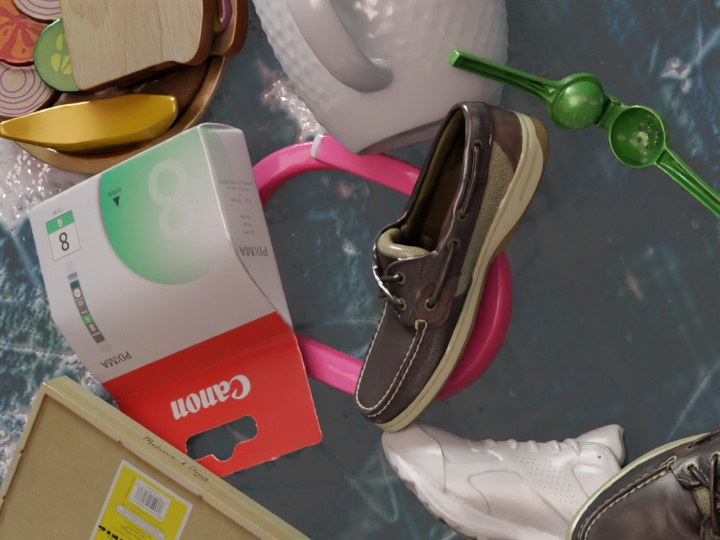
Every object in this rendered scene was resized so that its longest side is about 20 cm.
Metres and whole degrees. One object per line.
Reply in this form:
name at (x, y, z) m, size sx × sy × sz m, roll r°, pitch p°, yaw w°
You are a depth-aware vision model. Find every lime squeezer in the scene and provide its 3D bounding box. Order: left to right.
lime squeezer at (0.137, -0.080, 1.309) m, size 0.200 × 0.071 × 0.038 m, roll 30°, pitch 129°, yaw -7°

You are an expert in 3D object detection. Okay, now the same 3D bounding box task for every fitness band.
fitness band at (0.000, 0.000, 1.382) m, size 0.200 × 0.037 × 0.144 m, roll 23°, pitch 94°, yaw 23°

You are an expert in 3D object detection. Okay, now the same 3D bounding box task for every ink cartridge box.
ink cartridge box at (-0.117, 0.030, 1.396) m, size 0.161 × 0.050 × 0.200 m, roll -23°, pitch 75°, yaw 37°

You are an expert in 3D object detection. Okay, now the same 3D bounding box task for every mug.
mug at (0.002, -0.161, 1.310) m, size 0.148 × 0.200 × 0.176 m, roll -19°, pitch 87°, yaw 21°

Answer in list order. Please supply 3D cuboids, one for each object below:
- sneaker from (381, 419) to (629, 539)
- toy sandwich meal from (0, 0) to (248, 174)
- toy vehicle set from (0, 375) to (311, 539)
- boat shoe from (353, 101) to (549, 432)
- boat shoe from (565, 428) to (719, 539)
sneaker at (0.109, 0.124, 1.316) m, size 0.200 × 0.078 × 0.099 m, roll 29°, pitch 89°, yaw 12°
toy sandwich meal at (-0.166, -0.156, 1.442) m, size 0.205 × 0.070 × 0.205 m, roll -2°, pitch 85°, yaw 21°
toy vehicle set at (-0.136, 0.169, 1.411) m, size 0.200 × 0.027 × 0.124 m, roll 32°, pitch 110°, yaw 21°
boat shoe at (0.036, -0.006, 1.302) m, size 0.073 × 0.065 × 0.200 m, roll 33°, pitch 101°, yaw 60°
boat shoe at (0.206, 0.115, 1.243) m, size 0.201 × 0.066 × 0.072 m, roll -22°, pitch 79°, yaw -6°
